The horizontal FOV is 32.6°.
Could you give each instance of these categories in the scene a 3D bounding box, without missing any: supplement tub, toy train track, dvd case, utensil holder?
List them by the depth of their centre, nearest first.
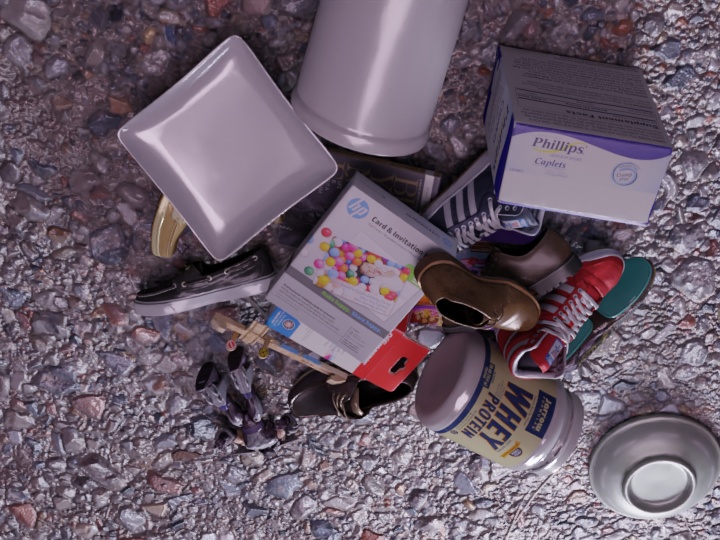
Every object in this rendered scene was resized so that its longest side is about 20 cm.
[{"bbox_3d":[0.023,-0.258,1.376,0.167,0.171,0.202,13,120,-7],"label":"utensil holder"},{"bbox_3d":[-0.004,-0.077,1.558,0.197,0.016,0.151,13,123,7],"label":"dvd case"},{"bbox_3d":[-0.112,0.114,1.654,0.198,0.033,0.115,25,160,-10],"label":"toy train track"},{"bbox_3d":[0.189,0.182,1.669,0.198,0.146,0.146,28,120,-18],"label":"supplement tub"}]

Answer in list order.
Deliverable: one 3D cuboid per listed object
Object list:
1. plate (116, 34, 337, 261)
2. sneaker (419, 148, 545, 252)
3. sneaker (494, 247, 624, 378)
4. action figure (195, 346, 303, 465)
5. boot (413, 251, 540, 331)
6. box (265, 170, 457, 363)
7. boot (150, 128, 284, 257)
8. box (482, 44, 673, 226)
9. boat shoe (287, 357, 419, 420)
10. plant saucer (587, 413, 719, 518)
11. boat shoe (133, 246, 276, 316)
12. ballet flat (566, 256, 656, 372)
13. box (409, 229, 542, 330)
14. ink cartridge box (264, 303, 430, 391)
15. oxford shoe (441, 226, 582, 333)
[{"bbox_3d":[-0.155,-0.144,1.458,0.199,0.032,0.200,-35,101,18],"label":"plate"},{"bbox_3d":[0.145,-0.056,1.501,0.200,0.108,0.070,-48,143,3],"label":"sneaker"},{"bbox_3d":[0.261,0.062,1.564,0.199,0.113,0.071,-39,118,20],"label":"sneaker"},{"bbox_3d":[-0.160,0.208,1.740,0.128,0.070,0.202,-21,124,8],"label":"action figure"},{"bbox_3d":[0.148,0.047,1.476,0.198,0.076,0.074,21,123,-37],"label":"boot"},{"bbox_3d":[0.000,0.000,1.500,0.155,0.041,0.200,34,119,-12],"label":"box"},{"bbox_3d":[-0.171,-0.082,1.543,0.153,0.073,0.202,22,115,-5],"label":"boot"},{"bbox_3d":[0.242,-0.158,1.416,0.181,0.201,0.106,8,124,-5],"label":"box"},{"bbox_3d":[-0.013,0.164,1.704,0.198,0.074,0.075,-22,120,14],"label":"boat shoe"},{"bbox_3d":[0.434,0.301,1.801,0.196,0.050,0.203,0,123,0],"label":"plant saucer"},{"bbox_3d":[-0.208,0.013,1.621,0.197,0.069,0.057,-12,104,7],"label":"boat shoe"},{"bbox_3d":[0.315,0.061,1.638,0.200,0.072,0.072,-45,114,7],"label":"ballet flat"},{"bbox_3d":[0.160,0.011,1.623,0.196,0.039,0.139,4,123,-2],"label":"box"},{"bbox_3d":[-0.011,0.065,1.618,0.198,0.068,0.116,30,134,-11],"label":"ink cartridge box"},{"bbox_3d":[0.177,0.010,1.566,0.199,0.073,0.085,-34,100,18],"label":"oxford shoe"}]
